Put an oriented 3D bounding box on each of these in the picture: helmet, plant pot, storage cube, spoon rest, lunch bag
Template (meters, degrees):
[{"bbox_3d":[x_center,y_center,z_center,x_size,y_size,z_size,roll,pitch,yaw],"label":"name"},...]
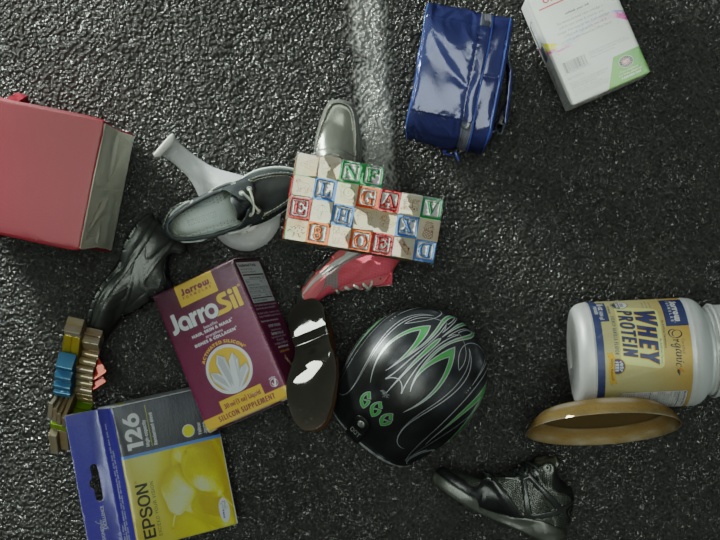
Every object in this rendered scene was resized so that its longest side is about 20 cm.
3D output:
[{"bbox_3d":[0.072,0.143,1.516,0.200,0.200,0.191,40,102,2],"label":"helmet"},{"bbox_3d":[0.317,0.197,1.505,0.200,0.200,0.028,-2,70,2],"label":"plant pot"},{"bbox_3d":[-0.423,-0.128,1.543,0.180,0.171,0.200,12,90,2],"label":"storage cube"},{"bbox_3d":[-0.198,-0.111,1.598,0.200,0.061,0.099,43,93,-11],"label":"spoon rest"},{"bbox_3d":[0.137,-0.246,1.537,0.132,0.136,0.200,9,91,3],"label":"lunch bag"}]

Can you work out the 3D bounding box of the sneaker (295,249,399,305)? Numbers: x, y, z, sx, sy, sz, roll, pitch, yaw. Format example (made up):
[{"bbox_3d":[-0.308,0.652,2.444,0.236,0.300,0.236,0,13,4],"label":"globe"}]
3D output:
[{"bbox_3d":[0.000,0.000,1.574,0.200,0.074,0.087,-40,90,2],"label":"sneaker"}]

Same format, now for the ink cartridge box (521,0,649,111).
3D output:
[{"bbox_3d":[0.296,-0.333,1.564,0.117,0.067,0.200,-23,90,3],"label":"ink cartridge box"}]

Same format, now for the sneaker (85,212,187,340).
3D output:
[{"bbox_3d":[-0.312,0.024,1.591,0.091,0.076,0.200,30,95,-8],"label":"sneaker"}]

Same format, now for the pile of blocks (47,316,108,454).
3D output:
[{"bbox_3d":[-0.379,0.162,1.559,0.062,0.082,0.200,11,112,1],"label":"pile of blocks"}]

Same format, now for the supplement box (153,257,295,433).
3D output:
[{"bbox_3d":[-0.170,0.098,1.551,0.131,0.103,0.200,-25,84,14],"label":"supplement box"}]

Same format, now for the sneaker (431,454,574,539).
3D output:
[{"bbox_3d":[0.200,0.286,1.565,0.199,0.076,0.114,21,89,-1],"label":"sneaker"}]

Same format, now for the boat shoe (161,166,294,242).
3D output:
[{"bbox_3d":[-0.168,-0.084,1.544,0.200,0.060,0.076,-25,101,-1],"label":"boat shoe"}]

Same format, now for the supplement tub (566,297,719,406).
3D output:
[{"bbox_3d":[0.381,0.110,1.521,0.200,0.144,0.145,-3,90,2],"label":"supplement tub"}]

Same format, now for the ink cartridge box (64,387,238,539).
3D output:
[{"bbox_3d":[-0.281,0.271,1.560,0.200,0.047,0.198,-11,91,-28],"label":"ink cartridge box"}]

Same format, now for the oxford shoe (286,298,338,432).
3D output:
[{"bbox_3d":[-0.053,0.133,1.509,0.071,0.071,0.200,-14,47,15],"label":"oxford shoe"}]

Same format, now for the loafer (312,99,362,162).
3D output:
[{"bbox_3d":[-0.034,-0.136,1.577,0.070,0.070,0.200,2,90,3],"label":"loafer"}]

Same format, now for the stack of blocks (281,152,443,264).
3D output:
[{"bbox_3d":[0.004,-0.080,1.516,0.200,0.059,0.115,10,88,-6],"label":"stack of blocks"}]
